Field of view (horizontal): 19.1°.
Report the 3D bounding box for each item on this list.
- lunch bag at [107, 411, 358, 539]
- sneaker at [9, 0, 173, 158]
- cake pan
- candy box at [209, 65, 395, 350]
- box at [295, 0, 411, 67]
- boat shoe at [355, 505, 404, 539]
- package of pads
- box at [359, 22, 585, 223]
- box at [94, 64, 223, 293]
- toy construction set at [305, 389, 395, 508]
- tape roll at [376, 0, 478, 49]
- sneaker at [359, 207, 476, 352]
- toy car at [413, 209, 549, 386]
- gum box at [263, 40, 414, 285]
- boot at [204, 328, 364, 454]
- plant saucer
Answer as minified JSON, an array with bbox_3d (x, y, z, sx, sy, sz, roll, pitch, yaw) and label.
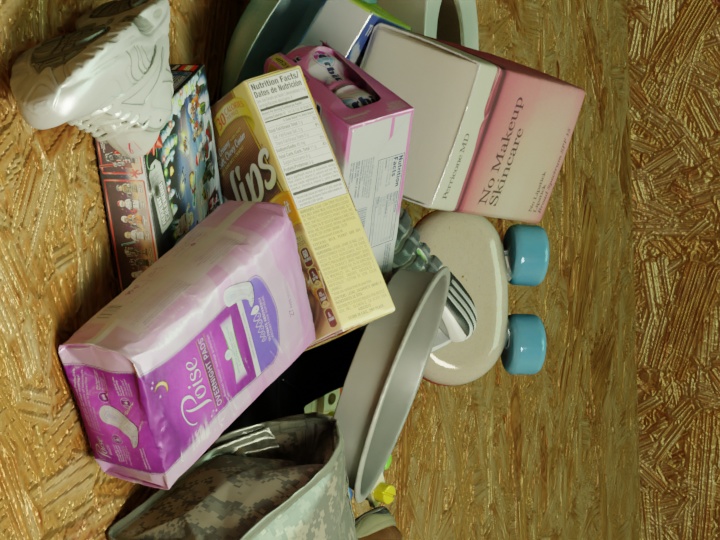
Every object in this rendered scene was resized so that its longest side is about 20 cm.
[{"bbox_3d":[-0.078,0.218,1.603,0.200,0.117,0.164,-38,132,-38],"label":"lunch bag"},{"bbox_3d":[-0.164,-0.117,1.416,0.200,0.078,0.100,-50,127,-63],"label":"sneaker"},{"bbox_3d":[0.019,0.085,1.700,0.200,0.037,0.201,21,90,-82],"label":"cake pan"},{"bbox_3d":[-0.055,-0.042,1.626,0.055,0.115,0.201,-20,86,-31],"label":"candy box"},{"bbox_3d":[-0.030,-0.154,1.779,0.200,0.048,0.122,-58,166,9],"label":"box"},{"bbox_3d":[-0.020,0.266,1.851,0.200,0.076,0.074,-19,72,-50],"label":"boat shoe"},{"bbox_3d":[-0.116,0.048,1.510,0.200,0.075,0.121,-44,131,-40],"label":"package of pads"},{"bbox_3d":[0.084,-0.120,1.787,0.200,0.109,0.128,4,108,-59],"label":"box"},{"bbox_3d":[-0.142,-0.037,1.585,0.137,0.040,0.201,-57,145,-59],"label":"box"},{"bbox_3d":[-0.029,0.120,1.886,0.131,0.092,0.201,-9,93,-48],"label":"toy construction set"},{"bbox_3d":[0.018,-0.199,1.943,0.203,0.139,0.204,0,90,-74],"label":"tape roll"},{"bbox_3d":[0.000,0.000,1.823,0.200,0.115,0.075,54,24,-7],"label":"sneaker"},{"bbox_3d":[0.077,0.027,2.188,0.200,0.184,0.178,177,-86,-78],"label":"toy car"},{"bbox_3d":[-0.027,-0.071,1.683,0.066,0.113,0.201,-19,133,-34],"label":"gum box"},{"bbox_3d":[-0.061,0.124,1.739,0.200,0.076,0.169,13,76,-48],"label":"boot"},{"bbox_3d":[-0.062,-0.197,1.749,0.201,0.039,0.201,-52,166,-18],"label":"plant saucer"}]
